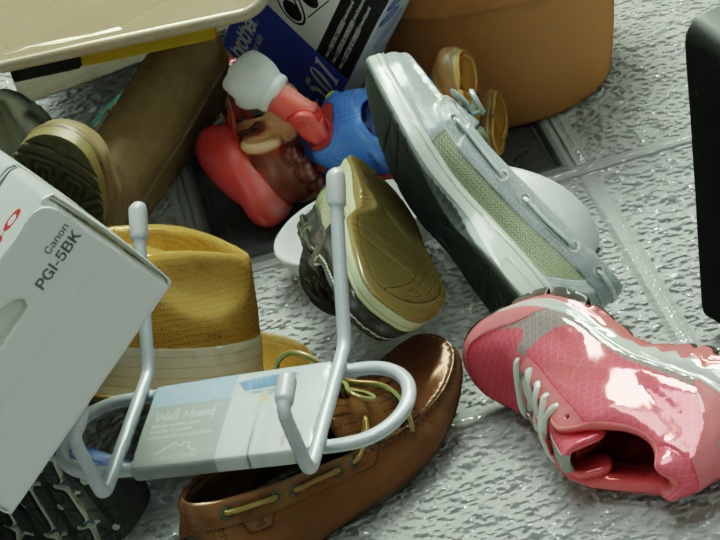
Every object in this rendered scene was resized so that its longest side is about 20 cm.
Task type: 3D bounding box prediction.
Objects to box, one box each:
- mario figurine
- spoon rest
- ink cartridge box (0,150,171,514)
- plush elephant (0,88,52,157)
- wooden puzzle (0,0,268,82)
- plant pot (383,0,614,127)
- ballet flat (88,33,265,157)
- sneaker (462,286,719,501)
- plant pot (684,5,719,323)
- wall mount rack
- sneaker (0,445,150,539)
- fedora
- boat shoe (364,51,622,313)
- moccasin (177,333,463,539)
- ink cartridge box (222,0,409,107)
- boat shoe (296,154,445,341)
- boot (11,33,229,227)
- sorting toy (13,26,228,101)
[{"bbox_3d":[-0.013,-0.101,1.775,0.199,0.124,0.106,-11,23,21],"label":"mario figurine"},{"bbox_3d":[0.041,-0.029,1.685,0.199,0.061,0.099,-2,30,23],"label":"spoon rest"},{"bbox_3d":[-0.192,0.023,1.443,0.147,0.083,0.200,-55,23,-1],"label":"ink cartridge box"},{"bbox_3d":[-0.285,-0.066,1.791,0.164,0.156,0.200,19,30,15],"label":"plush elephant"},{"bbox_3d":[-0.163,-0.163,1.777,0.199,0.037,0.185,-17,23,-6],"label":"wooden puzzle"},{"bbox_3d":[0.087,-0.184,1.861,0.199,0.141,0.200,-12,27,6],"label":"plant pot"},{"bbox_3d":[-0.098,-0.118,1.911,0.200,0.076,0.064,-35,49,-28],"label":"ballet flat"},{"bbox_3d":[0.116,0.068,1.456,0.200,0.074,0.087,15,41,43],"label":"sneaker"},{"bbox_3d":[0.305,-0.048,1.462,0.199,0.201,0.177,-26,40,-20],"label":"plant pot"},{"bbox_3d":[-0.069,0.036,1.443,0.199,0.075,0.174,-8,38,18],"label":"wall mount rack"},{"bbox_3d":[-0.191,0.101,1.542,0.199,0.079,0.089,7,37,37],"label":"sneaker"},{"bbox_3d":[-0.124,0.021,1.589,0.199,0.082,0.201,4,13,-1],"label":"fedora"},{"bbox_3d":[0.069,-0.047,1.606,0.065,0.075,0.202,-29,66,-15],"label":"boat shoe"},{"bbox_3d":[-0.021,0.088,1.479,0.201,0.078,0.073,-33,33,-30],"label":"moccasin"},{"bbox_3d":[-0.025,-0.169,1.792,0.044,0.094,0.200,-44,-7,-25],"label":"ink cartridge box"},{"bbox_3d":[0.000,0.000,1.579,0.065,0.073,0.200,-47,14,14],"label":"boat shoe"},{"bbox_3d":[-0.146,-0.090,1.747,0.066,0.176,0.200,25,54,8],"label":"boot"},{"bbox_3d":[-0.146,-0.197,1.995,0.199,0.070,0.199,-20,10,7],"label":"sorting toy"}]
